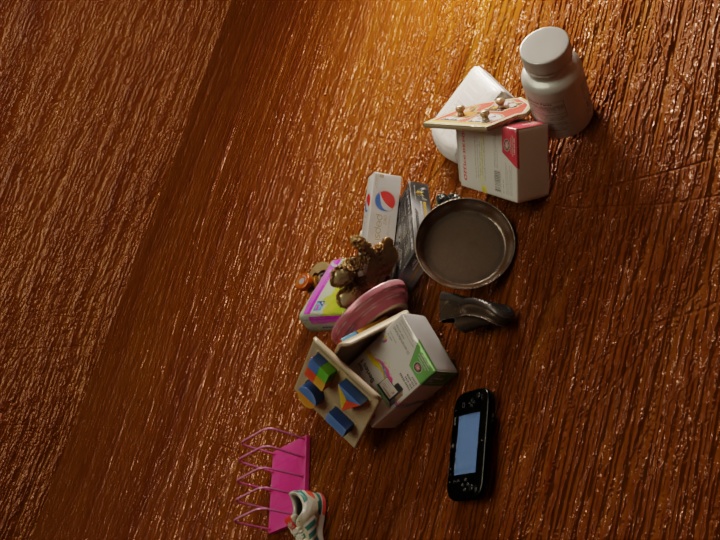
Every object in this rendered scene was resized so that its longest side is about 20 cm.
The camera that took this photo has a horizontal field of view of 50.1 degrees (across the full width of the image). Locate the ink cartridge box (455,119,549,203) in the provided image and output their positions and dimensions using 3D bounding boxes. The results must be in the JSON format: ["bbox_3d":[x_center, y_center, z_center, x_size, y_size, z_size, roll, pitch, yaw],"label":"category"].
[{"bbox_3d":[0.284,-0.231,1.549,0.200,0.083,0.146,31,132,58],"label":"ink cartridge box"}]

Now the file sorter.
[{"bbox_3d":[-0.209,0.485,1.789,0.139,0.125,0.201,-35,43,39],"label":"file sorter"}]

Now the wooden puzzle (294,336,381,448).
[{"bbox_3d":[-0.058,0.256,1.562,0.185,0.046,0.200,40,138,19],"label":"wooden puzzle"}]

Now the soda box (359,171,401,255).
[{"bbox_3d":[0.045,-0.121,1.776,0.064,0.068,0.201,149,129,-73],"label":"soda box"}]

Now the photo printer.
[{"bbox_3d":[0.248,-0.345,1.749,0.200,0.069,0.167,-52,34,19],"label":"photo printer"}]

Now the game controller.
[{"bbox_3d":[0.199,0.315,1.395,0.104,0.042,0.201,-21,51,48],"label":"game controller"}]

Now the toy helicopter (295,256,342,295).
[{"bbox_3d":[-0.069,0.045,1.958,0.132,0.079,0.200,-49,45,8],"label":"toy helicopter"}]

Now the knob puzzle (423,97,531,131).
[{"bbox_3d":[0.255,-0.326,1.551,0.219,0.219,0.031,28,135,58],"label":"knob puzzle"}]

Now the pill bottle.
[{"bbox_3d":[0.363,-0.351,1.442,0.114,0.200,0.115,-13,56,19],"label":"pill bottle"}]

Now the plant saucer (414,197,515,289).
[{"bbox_3d":[0.210,-0.051,1.548,0.199,0.032,0.201,-4,66,9],"label":"plant saucer"}]

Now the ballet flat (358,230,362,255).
[{"bbox_3d":[0.037,-0.095,1.884,0.200,0.074,0.074,-55,33,14],"label":"ballet flat"}]

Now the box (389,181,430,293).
[{"bbox_3d":[0.111,-0.073,1.732,0.159,0.048,0.201,117,157,-50],"label":"box"}]

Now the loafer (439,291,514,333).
[{"bbox_3d":[0.223,0.090,1.500,0.200,0.073,0.071,11,88,62],"label":"loafer"}]

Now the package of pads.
[{"bbox_3d":[-0.035,0.052,1.813,0.154,0.068,0.200,-7,42,39],"label":"package of pads"}]

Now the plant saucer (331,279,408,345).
[{"bbox_3d":[0.030,0.104,1.669,0.201,0.200,0.051,-49,67,23],"label":"plant saucer"}]

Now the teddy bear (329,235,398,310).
[{"bbox_3d":[0.000,0.000,1.660,0.067,0.145,0.200,-3,43,44],"label":"teddy bear"}]

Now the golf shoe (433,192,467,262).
[{"bbox_3d":[0.201,-0.072,1.645,0.095,0.077,0.201,114,154,-44],"label":"golf shoe"}]

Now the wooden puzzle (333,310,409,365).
[{"bbox_3d":[-0.002,0.163,1.626,0.037,0.185,0.200,53,142,18],"label":"wooden puzzle"}]

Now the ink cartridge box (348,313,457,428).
[{"bbox_3d":[0.077,0.207,1.568,0.200,0.084,0.145,-46,56,26],"label":"ink cartridge box"}]

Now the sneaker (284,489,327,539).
[{"bbox_3d":[-0.123,0.564,1.640,0.070,0.093,0.201,-36,42,37],"label":"sneaker"}]
